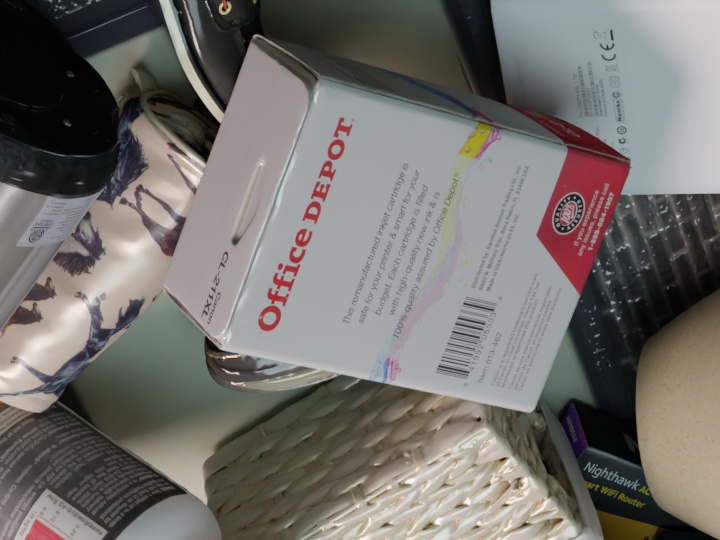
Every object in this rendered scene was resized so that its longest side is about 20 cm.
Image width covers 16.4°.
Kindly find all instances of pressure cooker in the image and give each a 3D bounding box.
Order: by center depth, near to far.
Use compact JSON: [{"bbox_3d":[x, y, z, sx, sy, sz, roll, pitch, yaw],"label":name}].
[{"bbox_3d":[-0.234,-0.036,1.228,0.175,0.179,0.200,24,116,-31],"label":"pressure cooker"}]

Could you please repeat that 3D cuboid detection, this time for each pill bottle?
[{"bbox_3d":[-0.148,0.153,1.362,0.116,0.199,0.117,-40,148,-32],"label":"pill bottle"}]

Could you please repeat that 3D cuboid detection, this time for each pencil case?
[{"bbox_3d":[-0.145,-0.011,1.332,0.200,0.090,0.078,-45,160,20],"label":"pencil case"}]

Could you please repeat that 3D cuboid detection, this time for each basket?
[{"bbox_3d":[0.018,0.134,1.445,0.199,0.136,0.124,-31,123,10],"label":"basket"}]

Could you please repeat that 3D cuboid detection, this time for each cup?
[{"bbox_3d":[0.240,0.083,1.443,0.142,0.201,0.201,-5,131,21],"label":"cup"}]

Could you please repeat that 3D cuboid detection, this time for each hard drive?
[{"bbox_3d":[0.177,-0.098,1.331,0.199,0.026,0.132,-1,129,15],"label":"hard drive"}]

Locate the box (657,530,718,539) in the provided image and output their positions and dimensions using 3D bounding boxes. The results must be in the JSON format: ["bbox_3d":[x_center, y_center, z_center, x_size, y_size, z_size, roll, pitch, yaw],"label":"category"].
[{"bbox_3d":[0.219,0.292,1.508,0.103,0.183,0.201,6,124,-18],"label":"box"}]

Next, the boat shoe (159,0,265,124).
[{"bbox_3d":[-0.073,-0.151,1.248,0.063,0.074,0.202,-17,124,9],"label":"boat shoe"}]

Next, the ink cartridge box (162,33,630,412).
[{"bbox_3d":[0.018,-0.023,1.278,0.199,0.083,0.147,13,105,-33],"label":"ink cartridge box"}]

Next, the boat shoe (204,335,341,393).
[{"bbox_3d":[0.000,0.000,1.387,0.199,0.075,0.074,-25,118,-6],"label":"boat shoe"}]

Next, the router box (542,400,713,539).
[{"bbox_3d":[0.176,0.179,1.563,0.199,0.051,0.150,21,118,-24],"label":"router box"}]
